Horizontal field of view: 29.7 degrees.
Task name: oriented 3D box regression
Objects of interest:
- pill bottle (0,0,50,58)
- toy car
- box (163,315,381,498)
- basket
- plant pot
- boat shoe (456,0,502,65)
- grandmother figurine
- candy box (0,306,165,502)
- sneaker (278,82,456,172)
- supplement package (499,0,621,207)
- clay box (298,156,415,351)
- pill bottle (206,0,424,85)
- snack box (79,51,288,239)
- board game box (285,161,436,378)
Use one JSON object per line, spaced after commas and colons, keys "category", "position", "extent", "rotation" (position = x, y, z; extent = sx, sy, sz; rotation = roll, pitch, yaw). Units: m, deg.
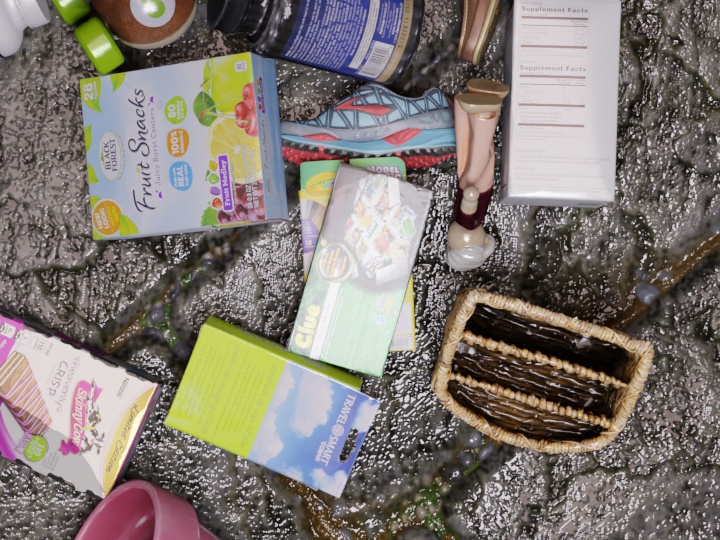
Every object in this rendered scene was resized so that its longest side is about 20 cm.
{"category": "pill bottle", "position": [-0.427, -0.258, 1.394], "extent": [0.199, 0.112, 0.113], "rotation": [-20, 89, 0]}
{"category": "toy car", "position": [-0.245, -0.326, 1.337], "extent": [0.164, 0.200, 0.158], "rotation": [-33, 61, -5]}
{"category": "box", "position": [-0.090, 0.141, 1.410], "extent": [0.199, 0.048, 0.123], "rotation": [23, 103, 0]}
{"category": "basket", "position": [0.175, 0.110, 1.374], "extent": [0.198, 0.149, 0.144], "rotation": [18, 89, -1]}
{"category": "plant pot", "position": [-0.185, 0.334, 1.345], "extent": [0.178, 0.200, 0.201], "rotation": [31, 89, -28]}
{"category": "boat shoe", "position": [0.121, -0.314, 1.422], "extent": [0.067, 0.072, 0.202], "rotation": [10, 83, 5]}
{"category": "grandmother figurine", "position": [0.116, -0.092, 1.388], "extent": [0.060, 0.121, 0.201], "rotation": [16, 121, 20]}
{"category": "candy box", "position": [-0.322, 0.137, 1.415], "extent": [0.199, 0.061, 0.137], "rotation": [24, 89, 0]}
{"category": "sneaker", "position": [0.003, -0.153, 1.425], "extent": [0.198, 0.079, 0.096], "rotation": [0, 72, -5]}
{"category": "supplement package", "position": [0.203, -0.170, 1.395], "extent": [0.109, 0.114, 0.202], "rotation": [2, 90, 1]}
{"category": "clay box", "position": [-0.004, -0.016, 1.414], "extent": [0.114, 0.048, 0.202], "rotation": [-3, 96, 0]}
{"category": "pill bottle", "position": [-0.046, -0.258, 1.347], "extent": [0.199, 0.112, 0.113], "rotation": [11, 89, -23]}
{"category": "snack box", "position": [-0.181, -0.123, 1.388], "extent": [0.198, 0.068, 0.170], "rotation": [-6, 89, 21]}
{"category": "board game box", "position": [0.000, 0.000, 1.380], "extent": [0.104, 0.023, 0.202], "rotation": [16, 96, -5]}
